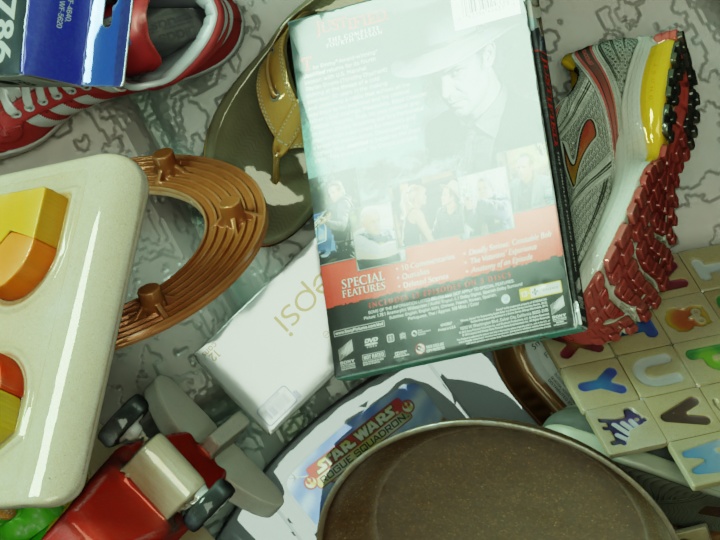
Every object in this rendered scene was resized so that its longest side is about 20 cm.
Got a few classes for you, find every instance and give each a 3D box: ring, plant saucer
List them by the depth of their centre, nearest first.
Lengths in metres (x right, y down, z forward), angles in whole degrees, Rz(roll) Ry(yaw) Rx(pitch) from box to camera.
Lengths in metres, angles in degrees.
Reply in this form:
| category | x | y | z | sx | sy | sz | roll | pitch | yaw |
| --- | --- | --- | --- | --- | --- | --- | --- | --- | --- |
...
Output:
| category | x | y | z | sx | sy | sz | roll | pitch | yaw |
| --- | --- | --- | --- | --- | --- | --- | --- | --- | --- |
| plant saucer | 0.077 | 0.149 | 1.538 | 0.199 | 0.037 | 0.201 | 7 | 127 | 9 |
| ring | -0.147 | -0.012 | 1.559 | 0.200 | 0.201 | 0.019 | -17 | 120 | 1 |

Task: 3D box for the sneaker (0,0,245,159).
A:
| category | x | y | z | sx | sy | sz | roll | pitch | yaw |
| --- | --- | --- | --- | --- | --- | --- | --- | --- | --- |
| sneaker | -0.162 | -0.113 | 1.592 | 0.199 | 0.112 | 0.072 | -21 | 90 | 1 |

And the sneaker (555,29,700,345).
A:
| category | x | y | z | sx | sy | sz | roll | pitch | yaw |
| --- | --- | --- | --- | --- | --- | --- | --- | --- | --- |
| sneaker | 0.131 | -0.043 | 1.586 | 0.082 | 0.078 | 0.201 | 0 | 51 | 22 |

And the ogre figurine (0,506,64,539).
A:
| category | x | y | z | sx | sy | sz | roll | pitch | yaw |
| --- | --- | --- | --- | --- | --- | --- | --- | --- | --- |
| ogre figurine | -0.222 | 0.134 | 1.610 | 0.120 | 0.098 | 0.200 | -34 | 75 | 18 |

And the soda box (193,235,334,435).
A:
| category | x | y | z | sx | sy | sz | roll | pitch | yaw |
| --- | --- | --- | --- | --- | --- | --- | --- | --- | --- |
| soda box | 0.000 | 0.000 | 1.616 | 0.200 | 0.068 | 0.064 | -43 | 91 | 0 |

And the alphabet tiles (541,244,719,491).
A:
| category | x | y | z | sx | sy | sz | roll | pitch | yaw |
| --- | --- | --- | --- | --- | --- | --- | --- | --- | --- |
| alphabet tiles | 0.204 | 0.045 | 1.557 | 0.199 | 0.167 | 0.006 | -11 | 135 | -17 |

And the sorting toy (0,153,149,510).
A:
| category | x | y | z | sx | sy | sz | roll | pitch | yaw |
| --- | --- | --- | --- | --- | --- | --- | --- | --- | --- |
| sorting toy | -0.204 | 0.034 | 1.479 | 0.199 | 0.036 | 0.186 | -6 | 64 | 40 |

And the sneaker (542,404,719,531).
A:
| category | x | y | z | sx | sy | sz | roll | pitch | yaw |
| --- | --- | --- | --- | --- | --- | --- | --- | --- | --- |
| sneaker | 0.192 | 0.081 | 1.575 | 0.199 | 0.075 | 0.107 | 14 | 68 | -14 |

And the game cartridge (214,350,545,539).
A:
| category | x | y | z | sx | sy | sz | roll | pitch | yaw |
| --- | --- | --- | --- | --- | --- | --- | --- | --- | --- |
| game cartridge | 0.024 | 0.129 | 1.635 | 0.200 | 0.042 | 0.133 | -38 | 95 | 1 |

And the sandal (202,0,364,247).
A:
| category | x | y | z | sx | sy | sz | roll | pitch | yaw |
| --- | --- | --- | --- | --- | --- | --- | --- | --- | --- |
| sandal | -0.021 | -0.106 | 1.621 | 0.080 | 0.054 | 0.200 | 36 | 90 | -1 |

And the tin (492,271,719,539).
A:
| category | x | y | z | sx | sy | sz | roll | pitch | yaw |
| --- | --- | --- | --- | --- | --- | --- | --- | --- | --- |
| tin | 0.159 | 0.066 | 1.617 | 0.112 | 0.042 | 0.200 | -42 | 92 | -21 |

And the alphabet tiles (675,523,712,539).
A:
| category | x | y | z | sx | sy | sz | roll | pitch | yaw |
| --- | --- | --- | --- | --- | --- | --- | --- | --- | --- |
| alphabet tiles | 0.108 | 0.205 | 1.602 | 0.199 | 0.008 | 0.168 | -15 | 111 | 11 |

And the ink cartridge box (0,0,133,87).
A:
| category | x | y | z | sx | sy | sz | roll | pitch | yaw |
| --- | --- | --- | --- | --- | --- | --- | --- | --- | --- |
| ink cartridge box | -0.205 | -0.149 | 1.571 | 0.199 | 0.039 | 0.100 | 2 | 83 | 38 |

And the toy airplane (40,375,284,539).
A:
| category | x | y | z | sx | sy | sz | roll | pitch | yaw |
| --- | --- | --- | --- | --- | --- | --- | --- | --- | --- |
| toy airplane | -0.122 | 0.132 | 1.529 | 0.141 | 0.200 | 0.199 | -47 | 132 | 8 |

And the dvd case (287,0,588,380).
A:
| category | x | y | z | sx | sy | sz | roll | pitch | yaw |
| --- | --- | --- | --- | --- | --- | --- | --- | --- | --- |
| dvd case | 0.039 | -0.052 | 1.546 | 0.145 | 0.022 | 0.201 | -13 | 79 | 25 |
